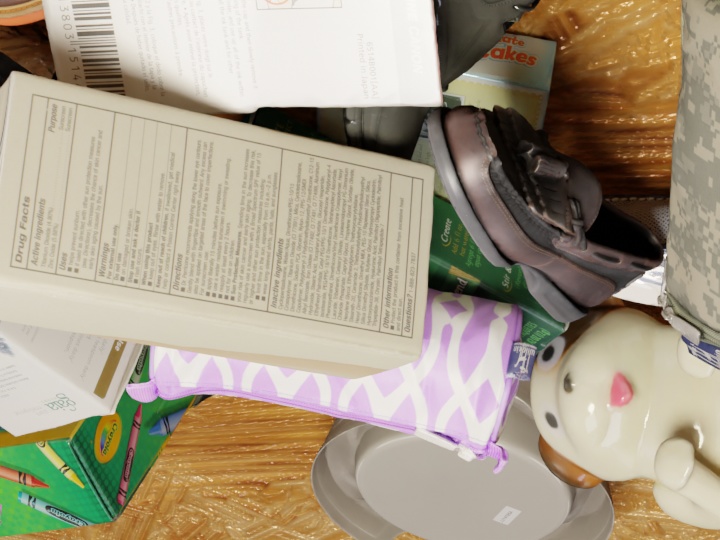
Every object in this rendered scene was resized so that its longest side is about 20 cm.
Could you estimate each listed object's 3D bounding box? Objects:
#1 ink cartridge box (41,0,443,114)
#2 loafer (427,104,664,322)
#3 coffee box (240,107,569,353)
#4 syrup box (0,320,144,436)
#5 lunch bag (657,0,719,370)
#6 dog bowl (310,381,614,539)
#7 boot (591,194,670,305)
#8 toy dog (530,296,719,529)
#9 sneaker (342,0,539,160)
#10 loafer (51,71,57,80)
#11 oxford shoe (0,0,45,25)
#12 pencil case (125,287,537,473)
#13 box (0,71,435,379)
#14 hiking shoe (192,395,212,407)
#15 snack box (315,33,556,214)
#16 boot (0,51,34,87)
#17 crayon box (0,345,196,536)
[{"bbox_3d":[-0.055,-0.165,0.695,0.174,0.045,0.202,0,116,14],"label":"ink cartridge box"},{"bbox_3d":[0.089,-0.033,0.765,0.062,0.073,0.200,-20,155,16],"label":"loafer"},{"bbox_3d":[0.000,0.000,0.896,0.199,0.044,0.123,28,141,-17],"label":"coffee box"},{"bbox_3d":[-0.195,-0.009,0.776,0.078,0.082,0.200,-15,136,42],"label":"syrup box"},{"bbox_3d":[0.216,-0.050,0.728,0.166,0.139,0.202,12,123,26],"label":"lunch bag"},{"bbox_3d":[0.069,0.128,1.094,0.198,0.059,0.201,8,144,6],"label":"dog bowl"},{"bbox_3d":[0.198,-0.033,0.853,0.198,0.073,0.091,6,129,4],"label":"boot"},{"bbox_3d":[0.195,0.070,0.938,0.198,0.194,0.141,8,99,6],"label":"toy dog"},{"bbox_3d":[0.040,-0.122,0.744,0.090,0.076,0.201,8,130,-7],"label":"sneaker"},{"bbox_3d":[-0.100,-0.106,0.829,0.068,0.071,0.200,31,139,-24],"label":"loafer"},{"bbox_3d":[-0.180,-0.162,0.782,0.198,0.072,0.073,-5,136,23],"label":"oxford shoe"},{"bbox_3d":[-0.011,0.044,0.847,0.198,0.086,0.084,11,164,8],"label":"pencil case"},{"bbox_3d":[-0.073,-0.015,0.738,0.198,0.096,0.078,12,165,-22],"label":"box"},{"bbox_3d":[-0.158,0.103,1.090,0.075,0.101,0.199,34,138,-28],"label":"hiking shoe"},{"bbox_3d":[0.033,-0.050,0.890,0.115,0.037,0.201,10,143,4],"label":"snack box"},{"bbox_3d":[-0.245,-0.090,0.815,0.199,0.066,0.164,34,151,-31],"label":"boot"},{"bbox_3d":[-0.156,0.063,0.954,0.118,0.201,0.059,-11,119,28],"label":"crayon box"}]
